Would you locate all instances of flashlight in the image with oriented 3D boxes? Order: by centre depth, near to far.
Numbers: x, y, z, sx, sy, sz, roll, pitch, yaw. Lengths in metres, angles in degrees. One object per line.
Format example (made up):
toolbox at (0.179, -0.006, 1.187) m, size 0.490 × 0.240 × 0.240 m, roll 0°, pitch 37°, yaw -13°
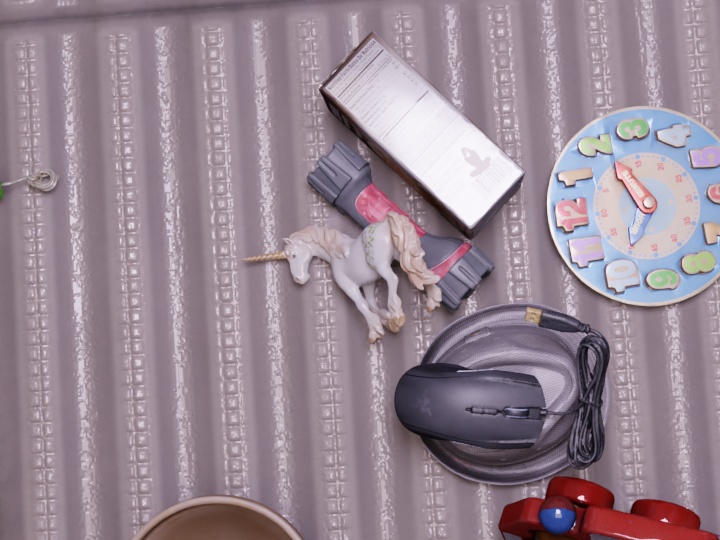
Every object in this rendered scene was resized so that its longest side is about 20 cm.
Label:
flashlight at (0.039, -0.048, 1.349) m, size 0.200 × 0.068 × 0.068 m, roll 44°, pitch 85°, yaw 5°

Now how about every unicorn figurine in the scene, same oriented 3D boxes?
unicorn figurine at (0.000, 0.000, 1.329) m, size 0.200 × 0.074 × 0.137 m, roll -32°, pitch 84°, yaw 39°

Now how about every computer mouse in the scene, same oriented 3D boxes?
computer mouse at (0.130, 0.100, 1.249) m, size 0.200 × 0.046 × 0.141 m, roll 10°, pitch 94°, yaw 13°

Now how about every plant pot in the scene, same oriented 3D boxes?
plant pot at (-0.132, 0.314, 1.316) m, size 0.201 × 0.093 × 0.201 m, roll 0°, pitch 85°, yaw 4°

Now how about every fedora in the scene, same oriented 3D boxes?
fedora at (0.146, 0.119, 1.317) m, size 0.200 × 0.090 × 0.177 m, roll -12°, pitch 85°, yaw 2°

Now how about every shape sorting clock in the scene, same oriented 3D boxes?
shape sorting clock at (0.283, -0.064, 1.351) m, size 0.200 × 0.039 × 0.200 m, roll 0°, pitch 86°, yaw 3°

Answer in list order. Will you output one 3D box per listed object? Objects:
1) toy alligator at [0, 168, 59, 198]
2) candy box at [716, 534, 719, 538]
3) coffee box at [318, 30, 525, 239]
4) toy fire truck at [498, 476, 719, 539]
toy alligator at (-0.408, -0.083, 1.374) m, size 0.200 × 0.054 × 0.059 m, roll -14°, pitch 59°, yaw 2°
candy box at (0.360, 0.364, 1.301) m, size 0.136 × 0.061 × 0.200 m, roll 16°, pitch 87°, yaw 5°
coffee box at (0.061, -0.129, 1.332) m, size 0.200 × 0.114 × 0.080 m, roll 43°, pitch 89°, yaw 7°
toy fire truck at (0.224, 0.245, 1.245) m, size 0.200 × 0.168 × 0.112 m, roll 12°, pitch 68°, yaw 18°
